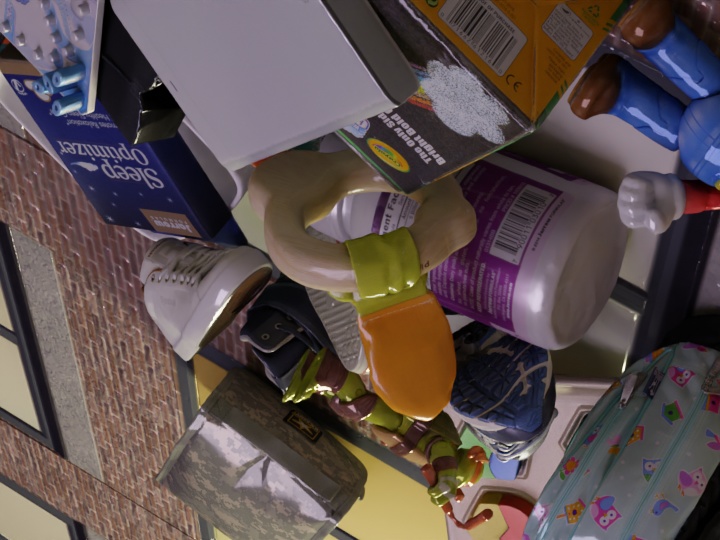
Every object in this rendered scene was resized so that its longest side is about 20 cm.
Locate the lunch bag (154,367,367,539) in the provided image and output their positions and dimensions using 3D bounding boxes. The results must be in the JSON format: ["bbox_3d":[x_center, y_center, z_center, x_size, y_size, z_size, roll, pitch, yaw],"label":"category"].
[{"bbox_3d":[-0.085,0.181,1.812,0.164,0.118,0.200,39,158,1],"label":"lunch bag"}]

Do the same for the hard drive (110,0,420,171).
[{"bbox_3d":[-0.060,-0.132,1.136,0.132,0.026,0.200,55,151,-12],"label":"hard drive"}]

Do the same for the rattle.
[{"bbox_3d":[-0.011,-0.018,1.267,0.200,0.130,0.143,28,158,41],"label":"rattle"}]

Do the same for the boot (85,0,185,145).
[{"bbox_3d":[-0.167,-0.201,1.274,0.200,0.066,0.165,53,146,29],"label":"boot"}]

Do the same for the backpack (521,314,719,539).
[{"bbox_3d":[0.198,0.141,1.317,0.127,0.200,0.167,26,151,23],"label":"backpack"}]

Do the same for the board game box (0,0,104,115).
[{"bbox_3d":[-0.229,-0.228,1.273,0.200,0.026,0.200,44,140,32],"label":"board game box"}]

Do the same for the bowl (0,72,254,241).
[{"bbox_3d":[-0.165,-0.123,1.486,0.200,0.075,0.200,45,152,-12],"label":"bowl"}]

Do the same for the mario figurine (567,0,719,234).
[{"bbox_3d":[0.213,-0.065,1.088,0.200,0.106,0.123,36,151,7],"label":"mario figurine"}]

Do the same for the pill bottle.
[{"bbox_3d":[0.065,-0.032,1.307,0.200,0.112,0.112,23,150,28],"label":"pill bottle"}]

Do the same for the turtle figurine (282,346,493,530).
[{"bbox_3d":[0.030,0.111,1.386,0.161,0.064,0.200,32,-176,-10],"label":"turtle figurine"}]

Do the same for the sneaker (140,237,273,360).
[{"bbox_3d":[-0.127,0.010,1.468,0.085,0.073,0.200,50,156,0],"label":"sneaker"}]

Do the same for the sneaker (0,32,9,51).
[{"bbox_3d":[-0.276,-0.199,1.491,0.071,0.080,0.200,41,153,-5],"label":"sneaker"}]

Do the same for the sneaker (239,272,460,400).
[{"bbox_3d":[0.004,0.036,1.452,0.202,0.146,0.077,8,139,42],"label":"sneaker"}]

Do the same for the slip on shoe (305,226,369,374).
[{"bbox_3d":[0.000,0.000,1.397,0.200,0.061,0.074,-114,31,-49],"label":"slip on shoe"}]

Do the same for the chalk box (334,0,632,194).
[{"bbox_3d":[0.040,-0.138,1.165,0.125,0.124,0.200,44,153,-13],"label":"chalk box"}]

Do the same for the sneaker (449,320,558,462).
[{"bbox_3d":[0.104,0.090,1.350,0.085,0.077,0.200,54,179,-12],"label":"sneaker"}]

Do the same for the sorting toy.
[{"bbox_3d":[0.145,0.162,1.478,0.185,0.036,0.200,2,121,20],"label":"sorting toy"}]

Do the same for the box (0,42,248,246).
[{"bbox_3d":[-0.171,-0.084,1.442,0.121,0.032,0.200,9,142,42],"label":"box"}]
